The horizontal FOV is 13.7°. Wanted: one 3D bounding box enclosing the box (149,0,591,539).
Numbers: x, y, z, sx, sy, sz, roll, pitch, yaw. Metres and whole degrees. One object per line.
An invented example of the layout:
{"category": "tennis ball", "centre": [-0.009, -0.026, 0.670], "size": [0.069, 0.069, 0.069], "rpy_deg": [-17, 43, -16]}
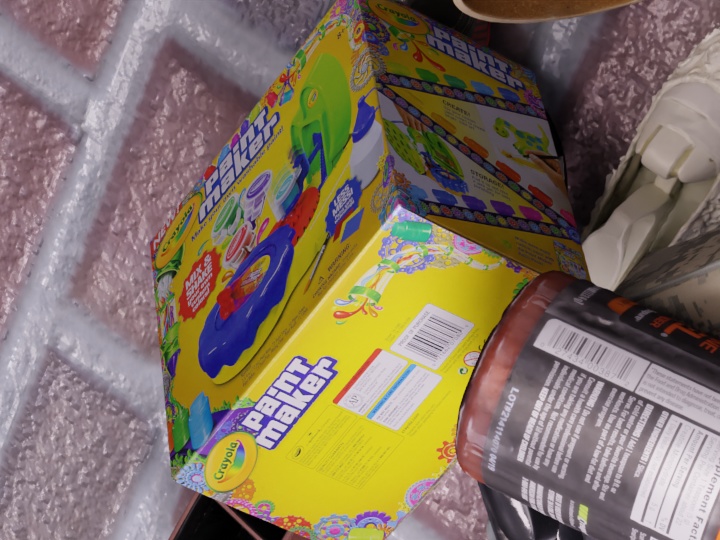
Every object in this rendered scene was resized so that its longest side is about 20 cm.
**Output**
{"category": "box", "centre": [0.000, 0.000, 1.525], "size": [0.200, 0.122, 0.193], "rpy_deg": [-51, 29, 28]}

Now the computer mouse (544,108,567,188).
{"category": "computer mouse", "centre": [0.067, 0.000, 1.598], "size": [0.140, 0.046, 0.200], "rpy_deg": [-44, 38, 38]}

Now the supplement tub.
{"category": "supplement tub", "centre": [0.150, 0.084, 1.352], "size": [0.200, 0.107, 0.107], "rpy_deg": [25, 111, 17]}

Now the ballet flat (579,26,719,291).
{"category": "ballet flat", "centre": [0.157, -0.039, 1.550], "size": [0.072, 0.072, 0.200], "rpy_deg": [39, 116, 23]}

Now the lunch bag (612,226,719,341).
{"category": "lunch bag", "centre": [0.235, 0.020, 1.443], "size": [0.200, 0.168, 0.140], "rpy_deg": [-24, 100, 36]}

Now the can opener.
{"category": "can opener", "centre": [0.102, 0.162, 1.623], "size": [0.063, 0.079, 0.201], "rpy_deg": [-9, 105, 43]}

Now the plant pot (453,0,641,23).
{"category": "plant pot", "centre": [0.107, -0.251, 1.497], "size": [0.186, 0.186, 0.201], "rpy_deg": [-27, 72, 34]}

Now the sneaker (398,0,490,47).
{"category": "sneaker", "centre": [0.031, -0.193, 1.587], "size": [0.071, 0.098, 0.201], "rpy_deg": [-8, 93, -5]}

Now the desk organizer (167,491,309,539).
{"category": "desk organizer", "centre": [-0.033, 0.110, 1.695], "size": [0.072, 0.077, 0.200], "rpy_deg": [41, 117, 22]}
